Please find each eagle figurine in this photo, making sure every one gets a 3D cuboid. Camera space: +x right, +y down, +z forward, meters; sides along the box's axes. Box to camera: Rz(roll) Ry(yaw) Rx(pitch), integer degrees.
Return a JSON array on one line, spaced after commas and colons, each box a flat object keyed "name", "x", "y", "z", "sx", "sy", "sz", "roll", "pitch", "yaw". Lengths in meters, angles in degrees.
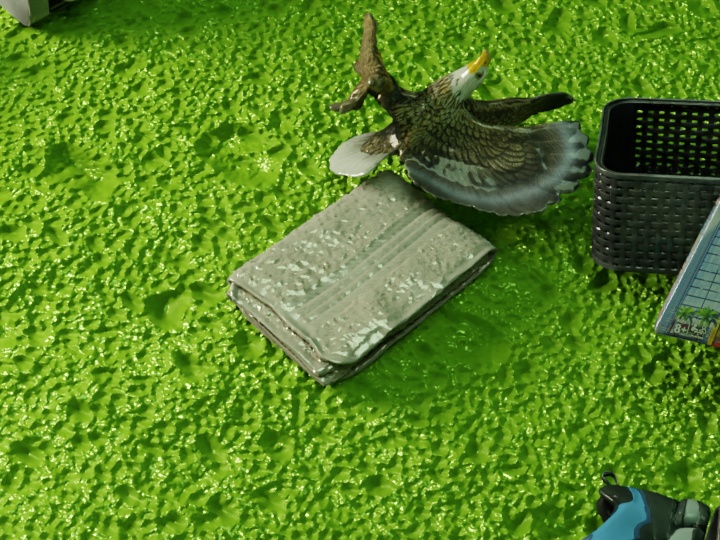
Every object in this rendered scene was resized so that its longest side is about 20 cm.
[{"name": "eagle figurine", "x": 0.085, "y": -0.125, "z": 1.213, "sx": 0.200, "sy": 0.151, "sz": 0.152, "roll": 26, "pitch": 73, "yaw": -18}]

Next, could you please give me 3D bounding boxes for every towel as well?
[{"name": "towel", "x": 0.000, "y": 0.000, "z": 1.175, "sx": 0.132, "sy": 0.035, "sz": 0.200, "roll": 39, "pitch": 59, "yaw": 23}]

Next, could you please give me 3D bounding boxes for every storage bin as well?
[{"name": "storage bin", "x": 0.293, "y": -0.067, "z": 1.172, "sx": 0.199, "sy": 0.094, "sz": 0.135, "roll": 3, "pitch": 34, "yaw": 12}]

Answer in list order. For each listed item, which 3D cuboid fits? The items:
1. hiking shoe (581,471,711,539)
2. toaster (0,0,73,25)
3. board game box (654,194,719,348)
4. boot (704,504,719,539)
[{"name": "hiking shoe", "x": 0.173, "y": 0.230, "z": 0.988, "sx": 0.087, "sy": 0.075, "sz": 0.200, "roll": 18, "pitch": 43, "yaw": 20}, {"name": "toaster", "x": -0.303, "y": -0.350, "z": 1.380, "sx": 0.181, "sy": 0.119, "sz": 0.200, "roll": -36, "pitch": 62, "yaw": -28}, {"name": "board game box", "x": 0.336, "y": -0.031, "z": 1.051, "sx": 0.199, "sy": 0.200, "sz": 0.062, "roll": 13, "pitch": 9, "yaw": 11}, {"name": "boot", "x": 0.303, "y": 0.176, "z": 0.976, "sx": 0.131, "sy": 0.070, "sz": 0.200, "roll": 13, "pitch": 69, "yaw": 7}]
